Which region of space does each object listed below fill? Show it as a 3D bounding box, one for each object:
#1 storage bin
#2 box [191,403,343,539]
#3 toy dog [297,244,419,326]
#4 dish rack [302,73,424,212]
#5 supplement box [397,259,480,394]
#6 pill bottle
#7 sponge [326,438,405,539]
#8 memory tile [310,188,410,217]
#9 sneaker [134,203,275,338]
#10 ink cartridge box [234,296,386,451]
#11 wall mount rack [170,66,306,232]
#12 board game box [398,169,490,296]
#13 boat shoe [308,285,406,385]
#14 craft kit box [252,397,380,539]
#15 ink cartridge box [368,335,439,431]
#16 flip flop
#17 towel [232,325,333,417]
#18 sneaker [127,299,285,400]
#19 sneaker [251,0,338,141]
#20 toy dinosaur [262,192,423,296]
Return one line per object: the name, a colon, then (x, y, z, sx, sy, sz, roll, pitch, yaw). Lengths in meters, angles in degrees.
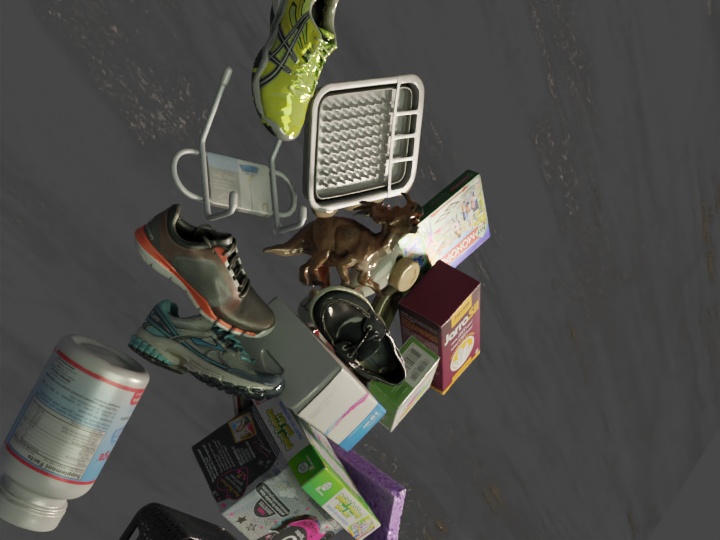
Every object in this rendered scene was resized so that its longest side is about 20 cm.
storage bin: (-0.247, 0.423, 1.143, 0.135, 0.094, 0.200, -56, 140, -9)
box: (-0.129, 0.310, 1.163, 0.115, 0.132, 0.200, -35, 135, -5)
toy dog: (0.000, 0.000, 1.168, 0.200, 0.132, 0.096, -53, 151, -45)
dish rack: (-0.002, -0.176, 1.105, 0.200, 0.044, 0.172, -18, 123, -40)
supplement box: (0.132, 0.095, 1.347, 0.110, 0.086, 0.200, -45, 149, -26)
pill bottle: (-0.329, 0.181, 0.919, 0.109, 0.109, 0.200, 30, 88, -50)
sponge: (-0.013, 0.335, 1.262, 0.030, 0.200, 0.112, -14, 119, -40)
memory tile: (0.008, -0.161, 1.169, 0.200, 0.017, 0.153, -21, 123, -38)
sneaker: (-0.165, 0.001, 0.960, 0.200, 0.077, 0.082, 40, 108, -22)
ink cartridge box: (-0.063, 0.140, 1.081, 0.085, 0.145, 0.200, -44, 150, -4)
wall mount rack: (-0.131, -0.139, 0.997, 0.200, 0.075, 0.174, 8, 72, -49)
board game box: (0.131, -0.056, 1.345, 0.200, 0.029, 0.135, -40, 133, -26)
boat shoe: (0.004, 0.092, 1.054, 0.074, 0.066, 0.199, -37, 137, -4)
craft kit box: (-0.067, 0.255, 1.139, 0.049, 0.198, 0.200, -38, 136, -6)
ink cartridge box: (0.062, 0.191, 1.311, 0.104, 0.059, 0.200, -46, 165, -21)
flip flop: (0.029, 0.121, 1.295, 0.200, 0.058, 0.081, -66, 156, -3)
towel: (-0.104, 0.159, 1.214, 0.200, 0.023, 0.144, -26, 129, -34)
sneaker: (-0.175, 0.090, 0.976, 0.078, 0.200, 0.086, 70, 41, -69)
sneaker: (-0.072, -0.252, 0.965, 0.075, 0.076, 0.200, 6, 93, -49)
toy dinosaur: (-0.020, -0.041, 1.080, 0.086, 0.200, 0.136, 33, 65, -81)
